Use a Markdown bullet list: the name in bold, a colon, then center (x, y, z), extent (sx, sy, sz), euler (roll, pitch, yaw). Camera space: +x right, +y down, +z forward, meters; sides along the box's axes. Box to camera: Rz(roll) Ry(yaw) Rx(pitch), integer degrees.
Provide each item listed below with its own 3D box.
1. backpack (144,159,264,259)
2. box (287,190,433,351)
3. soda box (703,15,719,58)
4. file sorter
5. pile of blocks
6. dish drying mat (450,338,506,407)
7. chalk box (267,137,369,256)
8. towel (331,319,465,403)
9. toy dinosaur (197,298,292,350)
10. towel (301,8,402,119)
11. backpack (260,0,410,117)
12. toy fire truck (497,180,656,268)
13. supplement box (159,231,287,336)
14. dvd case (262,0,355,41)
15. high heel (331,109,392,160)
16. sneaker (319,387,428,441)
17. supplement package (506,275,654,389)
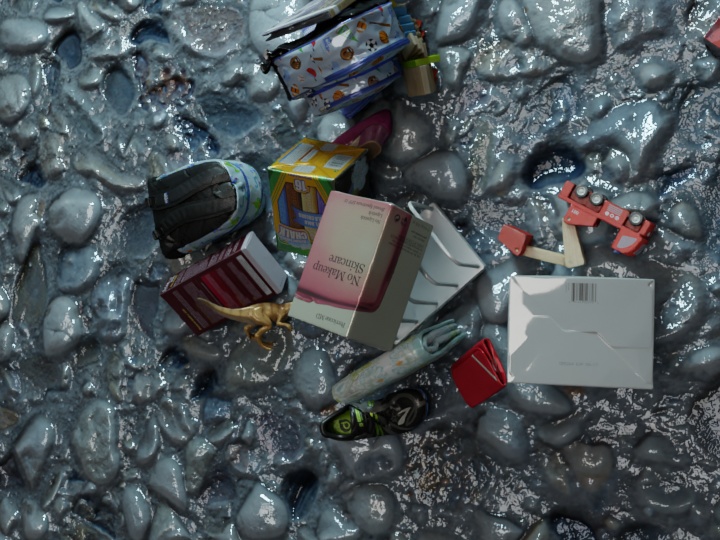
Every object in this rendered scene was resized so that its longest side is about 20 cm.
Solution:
- **backpack**: center (-0.269, -0.124, 1.606), extent (0.200, 0.154, 0.163), euler (-27, 75, 45)
- **box**: center (0.000, 0.000, 1.315), extent (0.128, 0.109, 0.200), euler (16, 86, 41)
- **soda box**: center (0.566, -0.379, 1.244), extent (0.063, 0.070, 0.200), euler (43, 107, 20)
- **file sorter**: center (0.067, 0.005, 1.435), extent (0.200, 0.125, 0.139), euler (-43, 71, 19)
- **pile of blocks**: center (0.089, -0.377, 1.468), extent (0.200, 0.062, 0.082), euler (68, 157, 9)
- **dish drying mat**: center (0.176, 0.159, 1.363), extent (0.018, 0.200, 0.077), euler (-23, 77, -15)
- **chalk box**: center (-0.063, -0.097, 1.486), extent (0.124, 0.125, 0.200), euler (14, 127, 23)
- **towel**: center (0.065, 0.143, 1.400), extent (0.171, 0.200, 0.048), euler (-35, 80, 22)
- **toy dinosaur**: center (-0.183, 0.081, 1.573), extent (0.200, 0.060, 0.106), euler (-2, 115, -11)
- **towel**: center (-0.019, -0.375, 1.526), extent (0.145, 0.024, 0.200), euler (-35, 74, 37)
- **backpack**: center (-0.022, -0.338, 1.406), extent (0.190, 0.200, 0.154), euler (-24, 106, 45)
- **toy fire truck**: center (0.326, -0.056, 1.363), extent (0.200, 0.049, 0.141), euler (31, 102, 22)
- **supplement box**: center (-0.242, 0.026, 1.597), extent (0.200, 0.061, 0.109), euler (-27, 115, 22)
- **dvd case**: center (-0.046, -0.423, 1.414), extent (0.149, 0.200, 0.016), euler (-5, 122, 43)
- **high heel**: center (-0.026, -0.206, 1.545), extent (0.200, 0.067, 0.096), euler (-17, 38, 35)
- **sneaker**: center (0.021, 0.245, 1.481), extent (0.199, 0.083, 0.071), euler (-19, 81, 24)
- **supplement package**: center (0.314, 0.086, 1.305), extent (0.200, 0.111, 0.156), euler (2, 88, 9)
